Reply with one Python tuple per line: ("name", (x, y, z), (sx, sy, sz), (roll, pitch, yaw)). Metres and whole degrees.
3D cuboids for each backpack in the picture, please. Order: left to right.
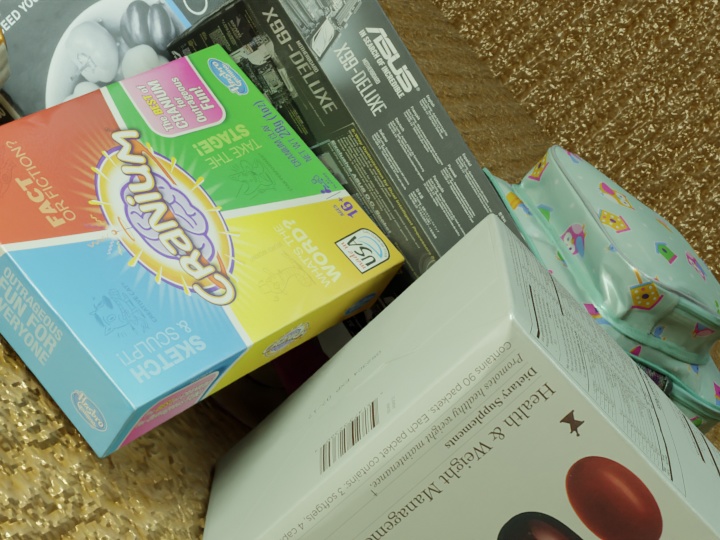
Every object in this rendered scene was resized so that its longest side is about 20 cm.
("backpack", (0.144, 0.034, 1.219), (0.200, 0.153, 0.176), (39, 14, -43))

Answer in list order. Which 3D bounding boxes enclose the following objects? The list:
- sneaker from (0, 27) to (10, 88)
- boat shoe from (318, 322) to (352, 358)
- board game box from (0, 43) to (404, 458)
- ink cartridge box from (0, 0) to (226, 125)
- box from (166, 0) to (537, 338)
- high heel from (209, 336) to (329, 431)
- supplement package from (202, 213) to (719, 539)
("sneaker", (-0.249, -0.155, 0.953), (0.200, 0.078, 0.077), (42, 9, -23))
("boat shoe", (0.000, 0.000, 1.251), (0.065, 0.073, 0.201), (29, 50, -32))
("board game box", (-0.093, -0.016, 0.931), (0.153, 0.040, 0.199), (48, 42, 11))
("ink cartridge box", (-0.157, -0.159, 1.074), (0.200, 0.043, 0.199), (49, 50, -17))
("box", (-0.007, -0.060, 1.024), (0.201, 0.050, 0.157), (57, -23, -8))
("high heel", (-0.081, 0.045, 1.006), (0.200, 0.067, 0.097), (19, 57, -59))
("supplement package", (0.062, 0.124, 0.917), (0.200, 0.191, 0.147), (45, 14, -13))
